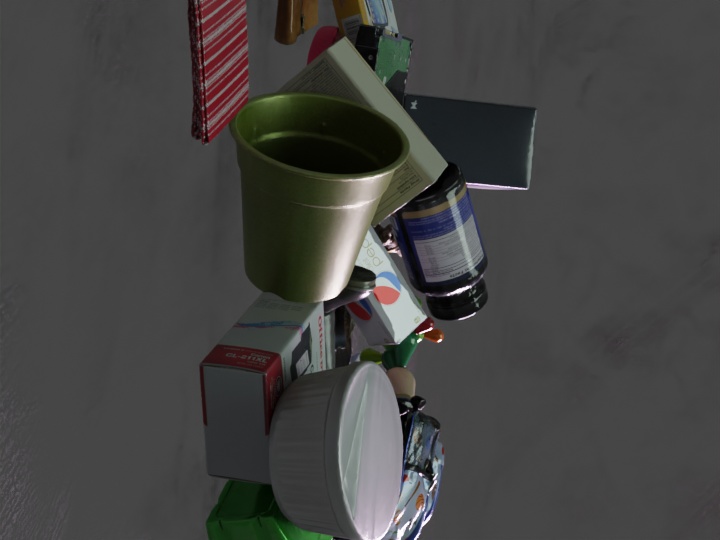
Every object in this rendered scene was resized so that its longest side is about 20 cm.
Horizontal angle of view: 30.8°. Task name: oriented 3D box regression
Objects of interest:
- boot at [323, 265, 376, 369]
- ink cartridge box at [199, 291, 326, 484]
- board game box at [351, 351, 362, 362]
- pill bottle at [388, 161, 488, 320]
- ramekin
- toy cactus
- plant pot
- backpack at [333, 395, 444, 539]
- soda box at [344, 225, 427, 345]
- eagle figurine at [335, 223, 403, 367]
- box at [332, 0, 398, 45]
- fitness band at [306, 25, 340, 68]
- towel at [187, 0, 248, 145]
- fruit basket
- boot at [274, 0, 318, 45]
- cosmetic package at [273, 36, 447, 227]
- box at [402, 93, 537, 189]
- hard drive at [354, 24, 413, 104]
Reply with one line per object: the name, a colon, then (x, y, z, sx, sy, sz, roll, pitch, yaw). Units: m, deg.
boot: (-0.045, 0.088, 1.628, 0.182, 0.072, 0.200, 16, -78, 60)
ink cartridge box: (-0.108, 0.130, 1.516, 0.200, 0.083, 0.146, -53, 145, -61)
board game box: (0.012, 0.245, 1.886, 0.200, 0.041, 0.200, 57, 26, -9)
pill bottle: (0.107, -0.037, 1.757, 0.112, 0.112, 0.200, -64, 142, -51)
ramekin: (-0.028, 0.201, 1.455, 0.202, 0.094, 0.203, -3, 90, -70)
toy cactus: (0.054, 0.140, 1.790, 0.200, 0.102, 0.165, -60, -162, 24)
plant pot: (-0.061, -0.073, 1.471, 0.200, 0.200, 0.190, -59, 164, -57)
backpack: (0.011, 0.271, 1.692, 0.154, 0.200, 0.191, 40, 55, -39)
soda box: (0.000, 0.000, 1.685, 0.064, 0.068, 0.200, -41, 108, -28)
eagle figurine: (-0.016, 0.024, 1.790, 0.152, 0.151, 0.200, 41, 82, -23)
box: (0.013, -0.342, 1.773, 0.200, 0.041, 0.119, -5, 81, -71)
fitness band: (-0.037, -0.223, 1.731, 0.144, 0.037, 0.200, -49, 141, -60)
towel: (-0.147, -0.246, 1.343, 0.145, 0.022, 0.200, -61, 155, -59)
fruit basket: (-0.091, 0.319, 1.572, 0.216, 0.155, 0.216, 34, 51, -57)
boot: (-0.051, -0.386, 1.547, 0.188, 0.068, 0.200, -61, 154, -55)
cosmetic package: (-0.001, -0.165, 1.559, 0.200, 0.103, 0.073, 51, 27, -8)
box: (0.120, -0.183, 1.875, 0.198, 0.200, 0.124, -162, -104, -75)
hard drive: (0.015, -0.207, 1.677, 0.140, 0.038, 0.200, -13, 115, -71)
